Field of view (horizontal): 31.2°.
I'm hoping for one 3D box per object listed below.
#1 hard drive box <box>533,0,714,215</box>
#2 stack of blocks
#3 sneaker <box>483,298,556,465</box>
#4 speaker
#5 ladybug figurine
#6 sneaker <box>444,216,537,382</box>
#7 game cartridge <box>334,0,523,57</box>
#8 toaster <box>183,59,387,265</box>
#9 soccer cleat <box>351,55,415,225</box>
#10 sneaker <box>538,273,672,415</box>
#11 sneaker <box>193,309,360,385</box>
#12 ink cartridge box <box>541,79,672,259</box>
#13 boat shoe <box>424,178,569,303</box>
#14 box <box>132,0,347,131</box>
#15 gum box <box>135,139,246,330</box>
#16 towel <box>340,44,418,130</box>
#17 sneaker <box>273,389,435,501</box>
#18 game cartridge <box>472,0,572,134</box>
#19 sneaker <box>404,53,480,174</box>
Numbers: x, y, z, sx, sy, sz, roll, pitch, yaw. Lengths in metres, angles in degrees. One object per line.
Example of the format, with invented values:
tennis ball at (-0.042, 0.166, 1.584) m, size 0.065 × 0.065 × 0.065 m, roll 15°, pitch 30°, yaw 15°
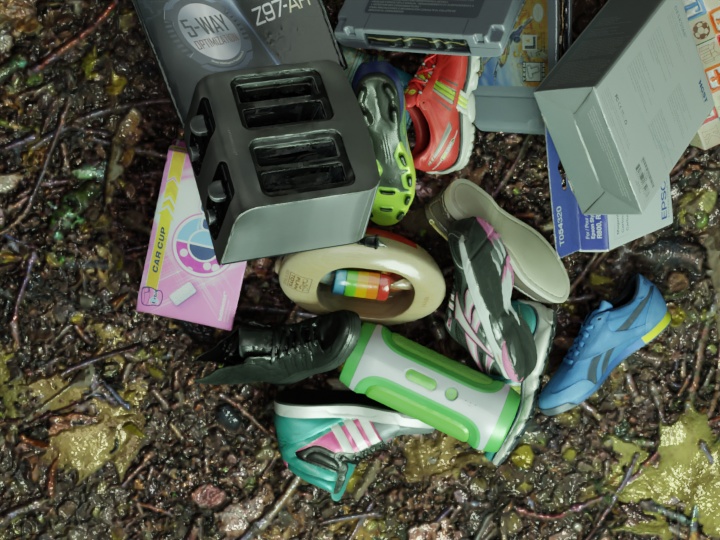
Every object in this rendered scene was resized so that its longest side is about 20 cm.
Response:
hard drive box at (0.281, -0.179, 1.348) m, size 0.200 × 0.076 × 0.157 m, roll -49°, pitch 125°, yaw -34°
stack of blocks at (0.400, -0.255, 1.468) m, size 0.114 × 0.059 × 0.201 m, roll -24°, pitch 102°, yaw 2°
sneaker at (0.178, 0.132, 1.542) m, size 0.079 × 0.077 × 0.202 m, roll 14°, pitch 96°, yaw 14°
speaker at (0.079, 0.134, 1.479) m, size 0.199 × 0.088 × 0.089 m, roll 25°, pitch 100°, yaw 4°
ladybug figurine at (0.000, 0.000, 1.481) m, size 0.198 × 0.072 × 0.136 m, roll 10°, pitch 137°, yaw -10°
sneaker at (0.127, 0.040, 1.461) m, size 0.086 × 0.080 × 0.202 m, roll -4°, pitch 112°, yaw 36°
game cartridge at (0.081, -0.294, 1.389) m, size 0.198 × 0.041 × 0.134 m, roll 9°, pitch 65°, yaw 27°
toaster at (-0.078, -0.114, 1.377) m, size 0.198 × 0.119 × 0.182 m, roll -9°, pitch 64°, yaw -18°
soccer cleat at (0.028, -0.144, 1.443) m, size 0.064 × 0.084 × 0.202 m, roll -3°, pitch 125°, yaw 5°
sneaker at (0.274, 0.085, 1.520) m, size 0.200 × 0.066 × 0.079 m, roll -41°, pitch 108°, yaw -6°
sneaker at (-0.097, 0.089, 1.474) m, size 0.104 × 0.061 × 0.199 m, roll 19°, pitch 145°, yaw -35°
ink cartridge box at (0.279, -0.128, 1.435) m, size 0.043 × 0.199 × 0.198 m, roll 4°, pitch 107°, yaw 41°
boat shoe at (0.160, -0.026, 1.504) m, size 0.199 × 0.072 × 0.059 m, roll 38°, pitch 140°, yaw -19°
box at (-0.132, -0.265, 1.435) m, size 0.198 × 0.044 × 0.162 m, roll -19°, pitch 97°, yaw 6°
gum box at (-0.181, -0.044, 1.479) m, size 0.112 × 0.066 × 0.202 m, roll 12°, pitch 101°, yaw -7°
towel at (-0.039, -0.190, 1.481) m, size 0.199 × 0.022 × 0.148 m, roll 25°, pitch 98°, yaw -5°
sneaker at (-0.007, 0.212, 1.533) m, size 0.198 × 0.084 × 0.122 m, roll 4°, pitch 103°, yaw -5°
game cartridge at (0.172, -0.253, 1.429) m, size 0.132 × 0.041 × 0.202 m, roll 7°, pitch 105°, yaw 38°
sneaker at (0.083, -0.206, 1.436) m, size 0.084 × 0.077 × 0.202 m, roll -6°, pitch 103°, yaw -19°
